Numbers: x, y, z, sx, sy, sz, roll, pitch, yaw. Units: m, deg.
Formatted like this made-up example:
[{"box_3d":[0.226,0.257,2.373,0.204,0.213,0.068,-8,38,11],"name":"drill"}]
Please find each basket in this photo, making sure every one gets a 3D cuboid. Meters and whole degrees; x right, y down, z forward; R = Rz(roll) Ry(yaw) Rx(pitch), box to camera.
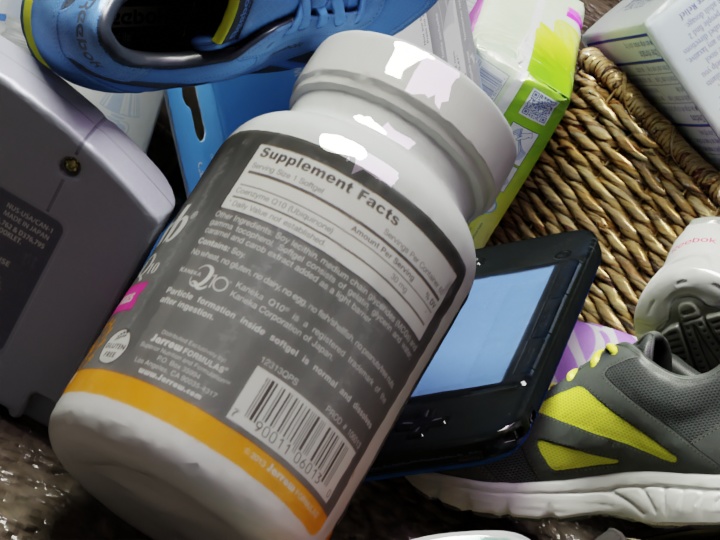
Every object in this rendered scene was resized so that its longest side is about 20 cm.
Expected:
[{"box_3d":[0.187,-0.008,1.189,0.142,0.149,0.200,10,30,-41],"name":"basket"}]

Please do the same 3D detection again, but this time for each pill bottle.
[{"box_3d":[-0.025,0.012,0.809,0.116,0.201,0.117,26,-23,12],"name":"pill bottle"}]

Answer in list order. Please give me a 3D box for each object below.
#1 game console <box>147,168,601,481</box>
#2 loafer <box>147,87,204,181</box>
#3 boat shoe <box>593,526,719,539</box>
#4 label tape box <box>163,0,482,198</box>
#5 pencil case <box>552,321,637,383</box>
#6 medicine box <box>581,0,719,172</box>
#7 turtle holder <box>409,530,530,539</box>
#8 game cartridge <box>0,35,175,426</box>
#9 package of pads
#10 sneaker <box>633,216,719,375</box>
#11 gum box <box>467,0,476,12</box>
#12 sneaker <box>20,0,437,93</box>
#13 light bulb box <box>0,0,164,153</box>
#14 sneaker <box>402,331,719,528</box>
[{"box_3d":[0.000,0.000,0.942,0.200,0.170,0.119,-58,132,-57],"name":"game console"},{"box_3d":[-0.119,-0.087,1.076,0.068,0.076,0.200,-3,50,-55],"name":"loafer"},{"box_3d":[0.110,0.143,0.898,0.073,0.065,0.200,43,27,21],"name":"boat shoe"},{"box_3d":[-0.017,-0.108,0.946,0.066,0.144,0.200,-1,22,26],"name":"label tape box"},{"box_3d":[0.138,0.078,1.047,0.199,0.084,0.085,23,-11,-24],"name":"pencil case"},{"box_3d":[0.233,-0.084,1.157,0.200,0.103,0.182,53,-1,-6],"name":"medicine box"},{"box_3d":[0.032,0.175,0.687,0.131,0.141,0.187,14,65,-3],"name":"turtle holder"},{"box_3d":[-0.179,-0.038,0.821,0.199,0.134,0.042,31,21,-2],"name":"game cartridge"},{"box_3d":[0.059,-0.075,1.158,0.068,0.155,0.200,29,22,-2],"name":"package of pads"},{"box_3d":[0.200,0.058,0.991,0.201,0.077,0.100,65,31,-26],"name":"sneaker"},{"box_3d":[0.018,-0.148,1.298,0.199,0.067,0.113,20,-10,-25],"name":"gum box"},{"box_3d":[-0.035,-0.108,0.840,0.199,0.066,0.078,-14,17,-29],"name":"sneaker"},{"box_3d":[-0.177,-0.161,0.942,0.197,0.201,0.125,17,0,-27],"name":"light bulb box"},{"box_3d":[0.110,0.070,0.930,0.199,0.085,0.074,0,-3,25],"name":"sneaker"}]
